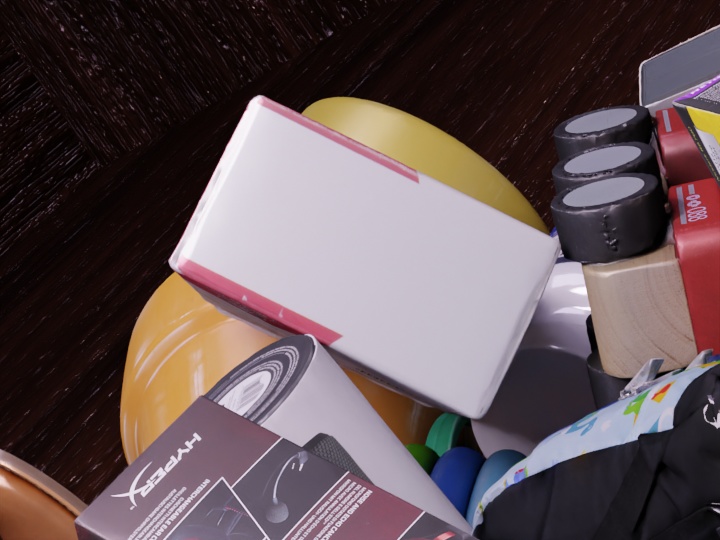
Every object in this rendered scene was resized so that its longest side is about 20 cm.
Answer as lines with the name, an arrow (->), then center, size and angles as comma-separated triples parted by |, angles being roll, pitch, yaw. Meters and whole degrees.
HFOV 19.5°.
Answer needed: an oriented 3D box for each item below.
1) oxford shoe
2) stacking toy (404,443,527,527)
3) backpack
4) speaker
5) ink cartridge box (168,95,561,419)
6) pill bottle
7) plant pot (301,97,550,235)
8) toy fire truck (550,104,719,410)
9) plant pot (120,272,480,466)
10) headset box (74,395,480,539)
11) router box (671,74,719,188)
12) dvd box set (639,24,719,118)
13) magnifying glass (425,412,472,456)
oxford shoe -> -0.145, 0.176, 1.083 | 0.071, 0.201, 0.071 | -45, 19, -29
stacking toy -> 0.016, 0.111, 0.942 | 0.198, 0.086, 0.085 | 9, 27, 14
backpack -> 0.125, 0.111, 0.762 | 0.153, 0.164, 0.200 | -35, 2, -43
speaker -> 0.012, 0.125, 0.855 | 0.081, 0.200, 0.081 | -35, 17, 12
ink cartridge box -> 0.000, 0.000, 0.944 | 0.200, 0.144, 0.084 | 116, 180, -86
pill bottle -> 0.135, 0.028, 1.090 | 0.115, 0.116, 0.200 | -25, 16, 37
plant pot -> -0.004, 0.026, 1.325 | 0.189, 0.201, 0.200 | -55, 20, -21
toy fire truck -> 0.186, -0.038, 0.908 | 0.198, 0.130, 0.176 | -11, 17, 10
plant pot -> -0.032, 0.112, 1.093 | 0.199, 0.200, 0.184 | -30, 29, 20
headset box -> 0.006, 0.153, 0.737 | 0.199, 0.149, 0.075 | 25, 51, 28
router box -> 0.199, 0.018, 0.765 | 0.051, 0.201, 0.149 | -31, 11, -2
dvd box set -> 0.253, -0.074, 1.020 | 0.146, 0.199, 0.030 | -23, 53, 40
magnifying glass -> 0.087, 0.090, 1.110 | 0.022, 0.080, 0.200 | -22, 7, 30
